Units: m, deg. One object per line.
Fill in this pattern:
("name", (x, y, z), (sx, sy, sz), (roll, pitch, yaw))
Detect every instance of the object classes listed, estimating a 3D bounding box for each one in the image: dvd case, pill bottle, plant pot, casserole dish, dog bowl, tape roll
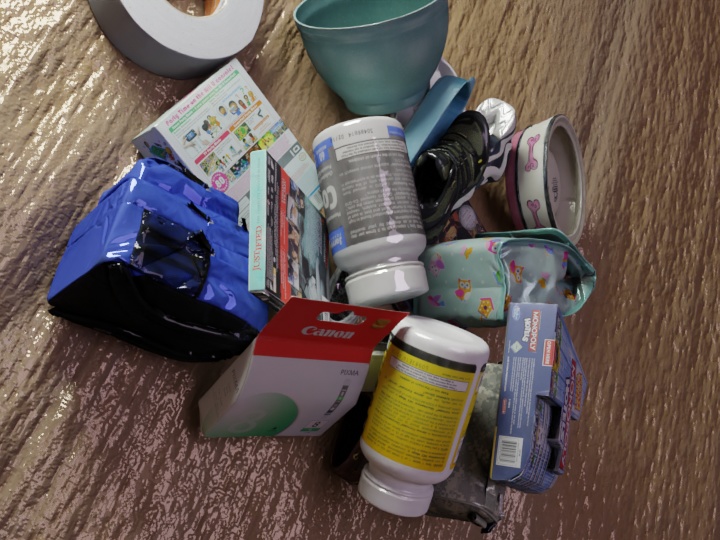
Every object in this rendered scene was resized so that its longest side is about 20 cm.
("dvd case", (-0.071, -0.019, 0.875), (0.200, 0.022, 0.148), (45, 41, -66))
("pill bottle", (0.064, 0.161, 0.918), (0.111, 0.112, 0.203), (11, 100, -37))
("plant pot", (0.024, -0.286, 1.064), (0.200, 0.198, 0.136), (-43, 135, -36))
("pill bottle", (0.014, -0.064, 0.959), (0.113, 0.113, 0.203), (-3, 78, -39))
("casserole dish", (0.084, -0.179, 1.102), (0.039, 0.121, 0.201), (33, 93, 10))
("dog bowl", (0.285, -0.134, 1.269), (0.199, 0.073, 0.204), (10, 79, -59))
("tape roll", (-0.210, -0.328, 0.946), (0.198, 0.066, 0.204), (8, 76, -37))

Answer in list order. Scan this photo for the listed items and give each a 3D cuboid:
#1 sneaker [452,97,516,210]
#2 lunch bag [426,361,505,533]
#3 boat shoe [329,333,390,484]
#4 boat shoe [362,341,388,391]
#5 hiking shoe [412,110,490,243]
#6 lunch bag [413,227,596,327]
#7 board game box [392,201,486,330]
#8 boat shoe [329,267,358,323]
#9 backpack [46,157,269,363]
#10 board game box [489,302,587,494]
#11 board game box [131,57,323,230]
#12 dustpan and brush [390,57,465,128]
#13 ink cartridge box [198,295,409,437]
("sneaker", (0.156, -0.139, 1.191), (0.201, 0.079, 0.130), (-58, 158, -7))
("lunch bag", (0.118, 0.213, 1.033), (0.138, 0.167, 0.203), (30, 64, -30))
("boat shoe", (0.017, 0.164, 1.023), (0.070, 0.070, 0.203), (31, 63, -32))
("boat shoe", (-0.022, 0.102, 0.976), (0.198, 0.073, 0.061), (1, 44, -18))
("hiking shoe", (0.115, -0.133, 1.069), (0.075, 0.101, 0.202), (24, 74, 14))
("lunch bag", (0.190, 0.010, 1.086), (0.198, 0.169, 0.124), (-5, 91, -38))
("board game box", (0.123, 0.010, 1.165), (0.200, 0.034, 0.136), (-45, 109, -36))
("boat shoe", (0.000, 0.000, 1.038), (0.072, 0.069, 0.201), (40, 59, -1))
("backpack", (-0.181, -0.004, 0.841), (0.199, 0.162, 0.170), (30, 60, -30))
("board game box", (0.222, 0.164, 0.992), (0.200, 0.061, 0.203), (35, 60, -58))
("board game box", (-0.142, -0.118, 0.959), (0.201, 0.064, 0.148), (54, 53, -19))
("dustpan and brush", (0.103, -0.280, 1.192), (0.138, 0.057, 0.204), (4, 78, -38))
("ink cartridge box", (-0.056, 0.110, 0.866), (0.159, 0.200, 0.051), (9, 50, -40))
